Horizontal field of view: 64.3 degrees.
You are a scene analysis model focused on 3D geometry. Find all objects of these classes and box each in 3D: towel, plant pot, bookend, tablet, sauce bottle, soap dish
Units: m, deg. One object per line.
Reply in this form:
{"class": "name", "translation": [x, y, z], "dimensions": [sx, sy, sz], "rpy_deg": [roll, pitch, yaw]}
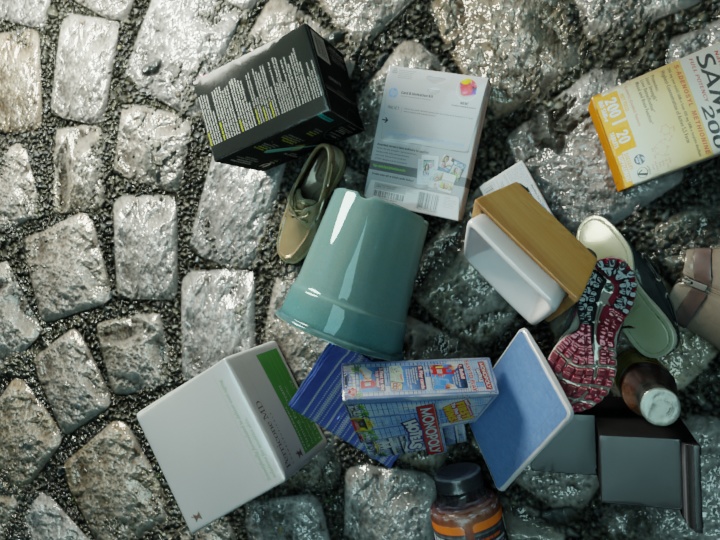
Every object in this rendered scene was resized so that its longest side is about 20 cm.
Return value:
{"class": "towel", "translation": [0.005, 0.203, 0.869], "dimensions": [0.198, 0.024, 0.146], "rpy_deg": [33, 107, -9]}
{"class": "plant pot", "translation": [0.000, 0.000, 0.825], "dimensions": [0.196, 0.200, 0.200], "rpy_deg": [18, 90, 18]}
{"class": "bookend", "translation": [0.295, 0.226, 0.715], "dimensions": [0.194, 0.199, 0.095], "rpy_deg": [-3, 91, 19]}
{"class": "tablet", "translation": [0.203, 0.189, 0.763], "dimensions": [0.202, 0.013, 0.132], "rpy_deg": [111, 149, -42]}
{"class": "sauce bottle", "translation": [0.346, 0.141, 0.692], "dimensions": [0.064, 0.200, 0.068], "rpy_deg": [1, 94, 17]}
{"class": "soap dish", "translation": [0.207, -0.016, 0.720], "dimensions": [0.081, 0.200, 0.158], "rpy_deg": [-43, 76, -2]}

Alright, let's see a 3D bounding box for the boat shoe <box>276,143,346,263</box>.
{"class": "boat shoe", "translation": [-0.088, -0.106, 0.908], "dimensions": [0.071, 0.065, 0.203], "rpy_deg": [30, 102, 16]}

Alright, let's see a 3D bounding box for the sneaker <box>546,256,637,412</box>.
{"class": "sneaker", "translation": [0.292, 0.082, 0.715], "dimensions": [0.079, 0.074, 0.204], "rpy_deg": [24, 104, 21]}

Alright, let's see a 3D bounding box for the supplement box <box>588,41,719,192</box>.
{"class": "supplement box", "translation": [0.408, -0.196, 0.722], "dimensions": [0.196, 0.073, 0.129], "rpy_deg": [-21, 86, 19]}

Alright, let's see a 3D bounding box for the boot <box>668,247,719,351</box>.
{"class": "boot", "translation": [0.459, 0.072, 0.724], "dimensions": [0.144, 0.070, 0.205], "rpy_deg": [20, 113, 30]}

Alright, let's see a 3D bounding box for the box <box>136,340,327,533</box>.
{"class": "box", "translation": [-0.198, 0.253, 0.907], "dimensions": [0.198, 0.171, 0.202], "rpy_deg": [-32, 82, 18]}

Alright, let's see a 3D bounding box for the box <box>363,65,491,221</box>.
{"class": "box", "translation": [0.097, -0.189, 0.852], "dimensions": [0.153, 0.041, 0.205], "rpy_deg": [13, 98, 18]}

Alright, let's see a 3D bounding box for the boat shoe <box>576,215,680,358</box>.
{"class": "boat shoe", "translation": [0.356, 0.017, 0.752], "dimensions": [0.075, 0.065, 0.202], "rpy_deg": [-50, 52, 37]}

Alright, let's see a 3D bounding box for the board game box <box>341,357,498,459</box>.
{"class": "board game box", "translation": [0.091, 0.193, 0.788], "dimensions": [0.195, 0.062, 0.202], "rpy_deg": [-12, 132, 6]}

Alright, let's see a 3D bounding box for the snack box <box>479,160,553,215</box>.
{"class": "snack box", "translation": [0.247, -0.049, 0.812], "dimensions": [0.071, 0.024, 0.203], "rpy_deg": [-29, 83, 19]}

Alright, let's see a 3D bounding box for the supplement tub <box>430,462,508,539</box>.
{"class": "supplement tub", "translation": [0.160, 0.387, 0.819], "dimensions": [0.105, 0.107, 0.205], "rpy_deg": [-12, 88, 19]}

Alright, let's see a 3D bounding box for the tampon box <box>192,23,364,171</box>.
{"class": "tampon box", "translation": [-0.120, -0.250, 0.868], "dimensions": [0.196, 0.149, 0.129], "rpy_deg": [-17, 87, 19]}
